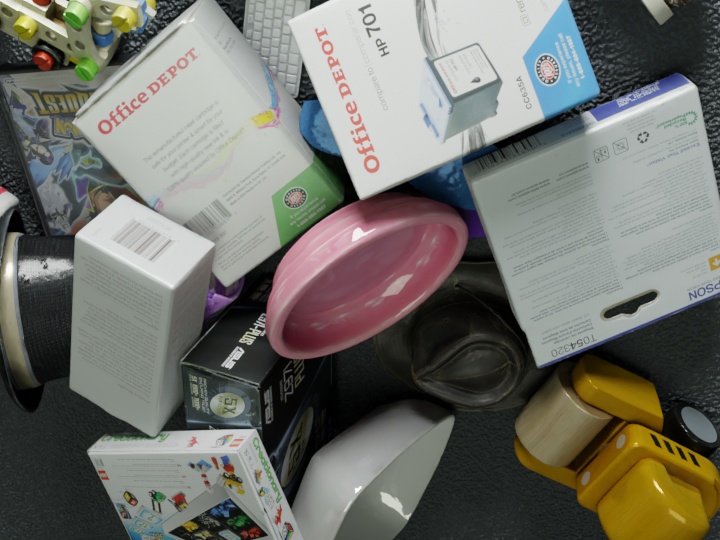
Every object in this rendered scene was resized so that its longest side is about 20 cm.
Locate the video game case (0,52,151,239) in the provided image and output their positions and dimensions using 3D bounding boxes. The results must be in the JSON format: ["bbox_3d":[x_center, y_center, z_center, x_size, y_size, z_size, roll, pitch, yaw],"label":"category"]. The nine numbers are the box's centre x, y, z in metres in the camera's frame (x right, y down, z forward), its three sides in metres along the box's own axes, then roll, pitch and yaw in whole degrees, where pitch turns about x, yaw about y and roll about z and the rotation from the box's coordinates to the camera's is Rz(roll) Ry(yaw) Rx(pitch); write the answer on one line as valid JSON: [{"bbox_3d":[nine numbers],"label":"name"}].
[{"bbox_3d":[-0.239,-0.114,0.916,0.196,0.026,0.184,-1,120,14],"label":"video game case"}]

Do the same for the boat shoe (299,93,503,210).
[{"bbox_3d":[0.047,-0.118,0.821,0.197,0.069,0.085,25,114,-6],"label":"boat shoe"}]

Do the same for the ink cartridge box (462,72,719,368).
[{"bbox_3d":[0.208,-0.037,0.811,0.193,0.044,0.202,-22,120,4],"label":"ink cartridge box"}]

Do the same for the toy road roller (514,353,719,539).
[{"bbox_3d":[0.251,0.190,0.902,0.197,0.147,0.124,26,123,-11],"label":"toy road roller"}]

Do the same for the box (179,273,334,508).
[{"bbox_3d":[-0.095,0.135,0.943,0.085,0.164,0.203,14,123,19],"label":"box"}]

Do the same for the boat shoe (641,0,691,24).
[{"bbox_3d":[0.190,-0.276,0.689,0.059,0.072,0.200,-33,113,22],"label":"boat shoe"}]

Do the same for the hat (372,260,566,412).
[{"bbox_3d":[0.102,0.085,0.921,0.196,0.081,0.204,6,123,10],"label":"hat"}]

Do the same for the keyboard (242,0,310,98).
[{"bbox_3d":[-0.068,-0.245,0.804,0.055,0.011,0.203,14,123,5],"label":"keyboard"}]

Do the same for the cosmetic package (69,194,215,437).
[{"bbox_3d":[-0.199,0.045,0.854,0.100,0.071,0.202,27,132,10],"label":"cosmetic package"}]

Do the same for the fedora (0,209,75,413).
[{"bbox_3d":[-0.300,0.039,0.937,0.090,0.202,0.204,-4,122,-7],"label":"fedora"}]

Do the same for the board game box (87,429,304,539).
[{"bbox_3d":[-0.158,0.213,0.897,0.197,0.035,0.128,-7,113,33],"label":"board game box"}]

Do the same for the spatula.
[{"bbox_3d":[0.056,-0.062,0.877,0.196,0.021,0.057,9,133,12],"label":"spatula"}]

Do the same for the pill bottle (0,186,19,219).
[{"bbox_3d":[-0.451,-0.081,0.936,0.198,0.111,0.111,35,122,-9],"label":"pill bottle"}]

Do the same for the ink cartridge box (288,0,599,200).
[{"bbox_3d":[0.062,-0.162,0.731,0.197,0.086,0.149,-23,98,5],"label":"ink cartridge box"}]

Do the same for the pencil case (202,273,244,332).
[{"bbox_3d":[-0.190,0.046,0.952,0.083,0.087,0.200,14,137,-29],"label":"pencil case"}]

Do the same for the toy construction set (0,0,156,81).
[{"bbox_3d":[-0.273,-0.243,0.806,0.199,0.092,0.131,40,146,-3],"label":"toy construction set"}]

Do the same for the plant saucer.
[{"bbox_3d":[0.000,0.000,0.829,0.201,0.199,0.051,-47,63,31],"label":"plant saucer"}]

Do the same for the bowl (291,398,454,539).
[{"bbox_3d":[-0.001,0.227,0.980,0.074,0.199,0.202,36,128,22],"label":"bowl"}]

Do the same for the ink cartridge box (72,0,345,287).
[{"bbox_3d":[-0.127,-0.112,0.831,0.144,0.088,0.200,-34,115,19],"label":"ink cartridge box"}]
